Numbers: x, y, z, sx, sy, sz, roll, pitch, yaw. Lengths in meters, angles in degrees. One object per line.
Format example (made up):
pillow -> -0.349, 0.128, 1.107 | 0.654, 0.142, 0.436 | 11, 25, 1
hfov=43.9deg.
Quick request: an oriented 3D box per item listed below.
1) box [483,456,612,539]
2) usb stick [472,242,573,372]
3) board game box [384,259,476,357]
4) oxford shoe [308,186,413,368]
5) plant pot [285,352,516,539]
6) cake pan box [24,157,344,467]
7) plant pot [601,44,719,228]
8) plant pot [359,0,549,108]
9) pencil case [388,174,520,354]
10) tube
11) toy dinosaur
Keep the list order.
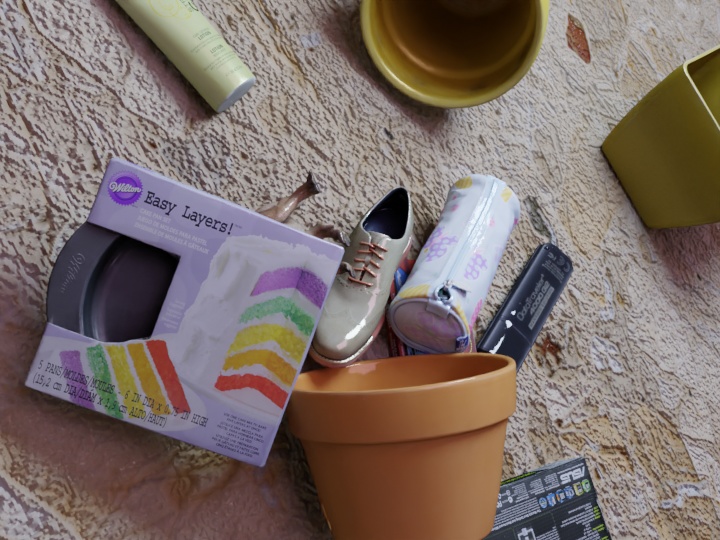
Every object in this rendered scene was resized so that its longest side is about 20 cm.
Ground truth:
box -> 0.176, 0.300, 0.875 | 0.199, 0.047, 0.194 | -8, 78, -38
usb stick -> 0.184, 0.044, 0.997 | 0.055, 0.033, 0.200 | 42, 53, -5
board game box -> 0.076, 0.086, 0.911 | 0.103, 0.019, 0.201 | 4, 69, -35
oxford shoe -> 0.000, 0.000, 0.846 | 0.070, 0.074, 0.200 | 17, 53, 6
plant pot -> 0.038, 0.153, 0.758 | 0.199, 0.200, 0.141 | -6, 90, -37
cake pan box -> -0.135, 0.031, 0.686 | 0.199, 0.052, 0.185 | 22, 88, -8
plant pot -> 0.444, -0.164, 1.174 | 0.200, 0.176, 0.201 | -30, 89, -40
plant pot -> 0.116, -0.315, 1.008 | 0.201, 0.201, 0.189 | 40, 37, -15
pencil case -> 0.097, -0.009, 0.896 | 0.083, 0.091, 0.200 | 16, 48, 16
tube -> -0.183, -0.241, 0.849 | 0.200, 0.052, 0.058 | 49, 11, -2
toy dinosaur -> -0.083, -0.007, 0.804 | 0.086, 0.135, 0.201 | 55, 17, -43
